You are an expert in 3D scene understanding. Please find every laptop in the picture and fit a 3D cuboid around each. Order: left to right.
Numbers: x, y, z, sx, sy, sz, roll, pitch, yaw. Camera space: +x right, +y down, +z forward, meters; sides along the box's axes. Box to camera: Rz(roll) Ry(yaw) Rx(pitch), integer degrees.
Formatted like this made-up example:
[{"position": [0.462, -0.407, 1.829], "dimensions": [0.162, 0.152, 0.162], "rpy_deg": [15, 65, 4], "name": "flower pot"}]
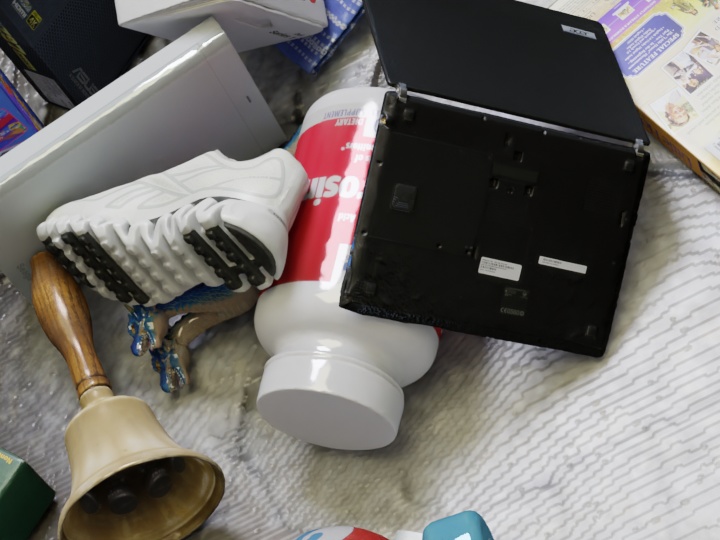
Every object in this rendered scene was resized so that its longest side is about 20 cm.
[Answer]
[{"position": [0.070, -0.066, 1.313], "dimensions": [0.103, 0.177, 0.200], "rpy_deg": [-159, 81, -66], "name": "laptop"}]

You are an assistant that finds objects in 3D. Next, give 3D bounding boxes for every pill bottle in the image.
[{"position": [0.000, 0.000, 1.327], "dimensions": [0.112, 0.112, 0.200], "rpy_deg": [3, 63, 20], "name": "pill bottle"}]

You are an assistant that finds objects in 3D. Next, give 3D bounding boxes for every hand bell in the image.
[{"position": [-0.166, 0.068, 1.348], "dimensions": [0.104, 0.104, 0.200], "rpy_deg": [-29, 57, 1], "name": "hand bell"}]

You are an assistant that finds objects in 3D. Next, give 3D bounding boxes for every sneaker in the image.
[{"position": [-0.111, -0.030, 1.332], "dimensions": [0.200, 0.075, 0.081], "rpy_deg": [-3, 48, 39], "name": "sneaker"}]

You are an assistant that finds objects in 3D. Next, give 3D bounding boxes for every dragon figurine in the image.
[{"position": [-0.088, -0.020, 1.400], "dimensions": [0.099, 0.059, 0.200], "rpy_deg": [0, 63, 19], "name": "dragon figurine"}]

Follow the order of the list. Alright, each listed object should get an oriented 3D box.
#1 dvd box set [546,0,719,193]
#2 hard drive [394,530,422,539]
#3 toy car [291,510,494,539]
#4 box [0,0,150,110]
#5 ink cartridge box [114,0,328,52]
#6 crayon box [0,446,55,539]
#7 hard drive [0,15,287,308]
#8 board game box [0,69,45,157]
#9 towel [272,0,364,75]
[{"position": [0.226, -0.142, 1.378], "dimensions": [0.146, 0.029, 0.200], "rpy_deg": [-41, 56, -6], "name": "dvd box set"}, {"position": [0.056, 0.248, 1.217], "dimensions": [0.132, 0.027, 0.200], "rpy_deg": [7, 64, 23], "name": "hard drive"}, {"position": [-0.021, 0.192, 1.140], "dimensions": [0.184, 0.200, 0.177], "rpy_deg": [-20, 56, 7], "name": "toy car"}, {"position": [-0.196, -0.222, 1.469], "dimensions": [0.051, 0.200, 0.158], "rpy_deg": [21, 69, 33], "name": "box"}, {"position": [-0.102, -0.249, 1.418], "dimensions": [0.084, 0.145, 0.201], "rpy_deg": [-14, 82, 24], "name": "ink cartridge box"}, {"position": [-0.319, 0.161, 1.376], "dimensions": [0.200, 0.058, 0.173], "rpy_deg": [23, 71, 29], "name": "crayon box"}, {"position": [-0.152, -0.065, 1.404], "dimensions": [0.200, 0.132, 0.026], "rpy_deg": [-35, 58, -2], "name": "hard drive"}, {"position": [-0.306, -0.058, 1.452], "dimensions": [0.200, 0.135, 0.045], "rpy_deg": [-30, 57, 0], "name": "board game box"}, {"position": [-0.024, -0.248, 1.471], "dimensions": [0.145, 0.024, 0.200], "rpy_deg": [41, 102, 19], "name": "towel"}]
